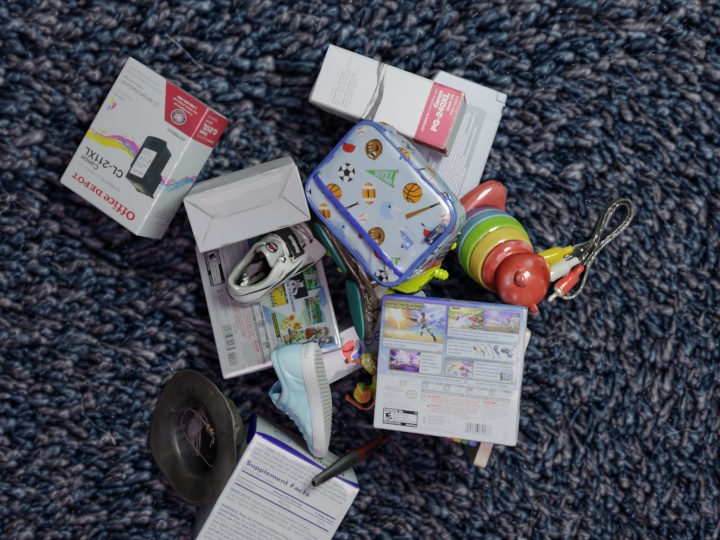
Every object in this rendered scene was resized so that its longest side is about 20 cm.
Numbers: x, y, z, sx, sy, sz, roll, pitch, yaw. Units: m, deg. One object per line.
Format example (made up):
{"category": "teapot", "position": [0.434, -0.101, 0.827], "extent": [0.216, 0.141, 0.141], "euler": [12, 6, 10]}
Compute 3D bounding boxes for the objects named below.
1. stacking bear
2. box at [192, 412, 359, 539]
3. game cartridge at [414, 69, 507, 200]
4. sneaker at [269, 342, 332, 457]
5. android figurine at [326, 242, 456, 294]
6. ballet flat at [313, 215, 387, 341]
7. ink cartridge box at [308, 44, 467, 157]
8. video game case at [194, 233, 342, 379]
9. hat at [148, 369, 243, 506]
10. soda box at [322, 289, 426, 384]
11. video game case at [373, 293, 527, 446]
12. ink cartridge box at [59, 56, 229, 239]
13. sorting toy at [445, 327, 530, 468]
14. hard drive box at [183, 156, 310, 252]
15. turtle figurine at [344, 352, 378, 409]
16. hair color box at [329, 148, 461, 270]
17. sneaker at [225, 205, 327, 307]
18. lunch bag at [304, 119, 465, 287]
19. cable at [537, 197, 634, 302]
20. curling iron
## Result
{"category": "stacking bear", "position": [0.204, -0.020, 1.338], "extent": [0.112, 0.201, 0.123], "euler": [-26, 126, -3]}
{"category": "box", "position": [-0.130, 0.354, 1.425], "extent": [0.182, 0.105, 0.202], "euler": [29, 96, -11]}
{"category": "game cartridge", "position": [0.127, -0.187, 1.401], "extent": [0.131, 0.040, 0.203], "euler": [17, 97, -13]}
{"category": "sneaker", "position": [-0.088, 0.187, 1.361], "extent": [0.080, 0.074, 0.203], "euler": [0, 120, 11]}
{"category": "android figurine", "position": [0.041, -0.042, 1.378], "extent": [0.197, 0.041, 0.185], "euler": [15, 98, 15]}
{"category": "ballet flat", "position": [0.000, 0.000, 1.337], "extent": [0.074, 0.068, 0.203], "euler": [-25, 105, -14]}
{"category": "ink cartridge box", "position": [0.042, -0.234, 1.303], "extent": [0.197, 0.145, 0.085], "euler": [22, 96, 6]}
{"category": "video game case", "position": [-0.135, 0.039, 1.378], "extent": [0.179, 0.022, 0.203], "euler": [-14, 81, -1]}
{"category": "hat", "position": [-0.228, 0.242, 1.401], "extent": [0.080, 0.198, 0.204], "euler": [-7, 99, -51]}
{"category": "soda box", "position": [0.015, 0.096, 1.417], "extent": [0.198, 0.068, 0.064], "euler": [-27, 101, -1]}
{"category": "video game case", "position": [0.122, 0.132, 1.275], "extent": [0.196, 0.045, 0.185], "euler": [5, 95, 13]}
{"category": "ink cartridge box", "position": [-0.300, -0.166, 1.306], "extent": [0.145, 0.083, 0.202], "euler": [32, 95, 10]}
{"category": "sorting toy", "position": [0.168, 0.156, 1.382], "extent": [0.069, 0.199, 0.203], "euler": [17, 97, -4]}
{"category": "hard drive box", "position": [-0.155, -0.097, 1.297], "extent": [0.153, 0.200, 0.078], "euler": [-17, 102, -2]}
{"category": "turtle figurine", "position": [0.051, 0.156, 1.382], "extent": [0.159, 0.201, 0.065], "euler": [-25, 59, -5]}
{"category": "hair color box", "position": [0.037, -0.086, 1.303], "extent": [0.199, 0.101, 0.062], "euler": [38, 105, 12]}
{"category": "sneaker", "position": [-0.109, -0.026, 1.334], "extent": [0.200, 0.089, 0.074], "euler": [-43, 81, -7]}
{"category": "lunch bag", "position": [0.030, -0.081, 1.216], "extent": [0.160, 0.075, 0.201], "euler": [-44, 80, 18]}
{"category": "cable", "position": [0.353, -0.026, 1.447], "extent": [0.199, 0.050, 0.098], "euler": [-34, 100, 1]}
{"category": "curling iron", "position": [-0.010, 0.269, 1.407], "extent": [0.199, 0.025, 0.050], "euler": [-30, 113, -44]}
